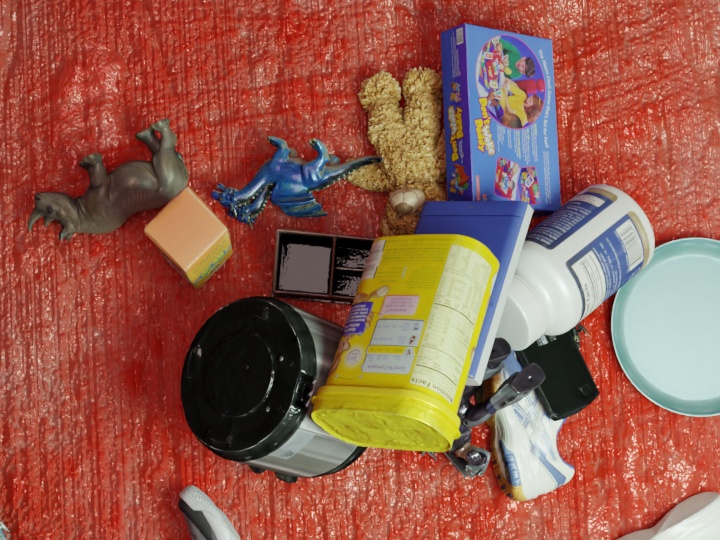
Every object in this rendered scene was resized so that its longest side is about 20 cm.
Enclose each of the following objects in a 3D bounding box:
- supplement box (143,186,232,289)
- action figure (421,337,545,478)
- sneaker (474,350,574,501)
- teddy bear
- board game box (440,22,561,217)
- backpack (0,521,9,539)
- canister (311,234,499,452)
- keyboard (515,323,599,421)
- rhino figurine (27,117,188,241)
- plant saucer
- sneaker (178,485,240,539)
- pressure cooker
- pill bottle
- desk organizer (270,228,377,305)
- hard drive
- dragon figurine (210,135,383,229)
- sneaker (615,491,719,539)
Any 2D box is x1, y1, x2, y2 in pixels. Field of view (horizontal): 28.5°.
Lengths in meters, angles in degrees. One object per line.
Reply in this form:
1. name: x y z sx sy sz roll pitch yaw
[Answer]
1. supplement box: -0.180 -0.032 1.521 0.069 0.200 0.067 45 84 0
2. action figure: 0.110 0.149 1.528 0.130 0.200 0.069 46 46 9
3. sneaker: 0.181 0.150 1.581 0.087 0.075 0.202 -13 91 -14
4. teddy bear: 0.052 -0.134 1.605 0.144 0.067 0.202 11 83 2
5. board game box: 0.158 -0.165 1.587 0.134 0.045 0.202 3 82 -36
6. backpack: -0.460 0.306 1.502 0.181 0.147 0.202 -19 88 -2
7. canister: 0.048 0.068 1.402 0.147 0.087 0.201 -1 59 37
8. keyboard: 0.201 0.068 1.590 0.103 0.040 0.201 -16 76 -30
9. rhino figurine: -0.285 -0.090 1.595 0.199 0.060 0.088 -26 95 -1
10. plant saucer: 0.380 0.064 1.610 0.198 0.027 0.202 0 84 -2
11. sneaker: -0.168 0.341 1.540 0.113 0.075 0.201 -32 88 -7
12. pressure cooker: -0.073 0.132 1.510 0.175 0.199 0.180 -4 73 34
13. pill bottle: 0.218 0.000 1.538 0.199 0.111 0.111 -35 85 -29
14. desk organizer: 0.000 0.000 1.583 0.198 0.077 0.073 5 83 -1
15. hard drive: 0.094 0.020 1.479 0.131 0.025 0.201 2 62 38
16. dragon figurine: -0.066 -0.092 1.584 0.198 0.059 0.100 7 77 19
17. sneaker: 0.329 0.328 1.561 0.199 0.075 0.089 -27 97 -5
